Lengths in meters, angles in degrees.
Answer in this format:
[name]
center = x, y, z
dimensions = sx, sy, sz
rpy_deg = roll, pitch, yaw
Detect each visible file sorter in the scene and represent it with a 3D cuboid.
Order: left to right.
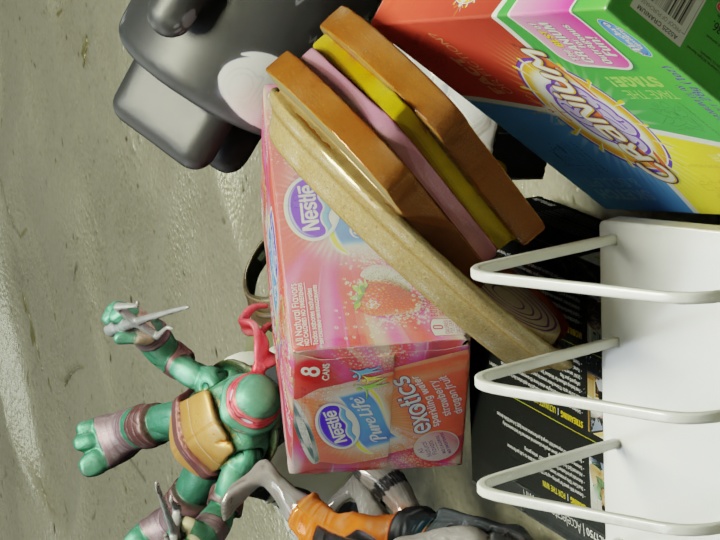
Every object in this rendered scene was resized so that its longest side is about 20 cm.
[file sorter]
center = 0.128, 0.090, 1.150
dimensions = 0.139, 0.124, 0.201
rpy_deg = 7, 104, 42

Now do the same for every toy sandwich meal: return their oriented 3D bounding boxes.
[toy sandwich meal]
center = 0.036, -0.037, 1.241
dimensions = 0.070, 0.205, 0.205
rpy_deg = -47, 36, 5

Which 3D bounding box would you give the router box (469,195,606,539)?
[router box]
center = 0.113, 0.055, 1.332
dimensions = 0.200, 0.051, 0.150
rpy_deg = -152, 57, -64

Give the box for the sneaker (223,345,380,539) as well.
[sneaker]
center = -0.054, 0.123, 1.656
dimensions = 0.080, 0.129, 0.200
rpy_deg = -118, 31, -46

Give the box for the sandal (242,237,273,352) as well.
[sandal]
center = -0.039, -0.003, 1.664
dimensions = 0.201, 0.057, 0.080
rpy_deg = 119, 155, -51

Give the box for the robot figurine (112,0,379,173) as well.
[robot figurine]
center = -0.059, -0.156, 1.549
dimensions = 0.200, 0.125, 0.150
rpy_deg = -59, 18, 13

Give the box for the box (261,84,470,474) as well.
[box]
center = 0.000, 0.000, 1.465
dimensions = 0.103, 0.094, 0.200
rpy_deg = 93, 172, -47

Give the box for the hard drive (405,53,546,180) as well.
[hard drive]
center = 0.068, -0.163, 1.348
dimensions = 0.140, 0.038, 0.200
rpy_deg = -123, 37, -53

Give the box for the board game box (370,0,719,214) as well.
[board game box]
center = 0.113, -0.080, 1.161
dimensions = 0.040, 0.153, 0.200
rpy_deg = -59, 24, -12

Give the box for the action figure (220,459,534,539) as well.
[action figure]
center = 0.024, 0.143, 1.446
dimensions = 0.193, 0.200, 0.105
rpy_deg = 23, 82, 31

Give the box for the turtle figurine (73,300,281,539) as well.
[turtle figurine]
center = -0.094, 0.094, 1.525
dimensions = 0.200, 0.100, 0.150
rpy_deg = 136, 125, -59
